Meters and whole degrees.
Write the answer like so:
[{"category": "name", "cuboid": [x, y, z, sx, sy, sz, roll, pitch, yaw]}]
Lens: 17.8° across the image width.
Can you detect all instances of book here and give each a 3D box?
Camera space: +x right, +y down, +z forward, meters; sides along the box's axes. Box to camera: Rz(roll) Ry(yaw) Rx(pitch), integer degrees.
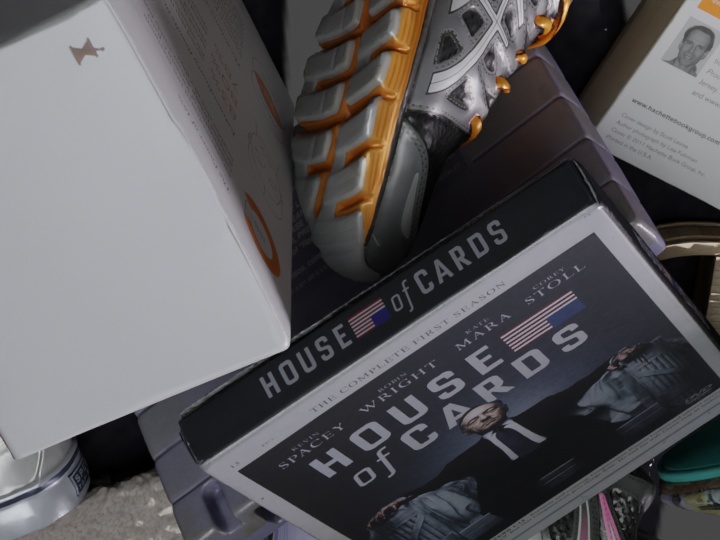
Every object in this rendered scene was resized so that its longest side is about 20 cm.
[{"category": "book", "cuboid": [0.187, -0.104, 0.831, 0.134, 0.048, 0.200, 26, 112, -17]}]

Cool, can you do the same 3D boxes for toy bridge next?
[{"category": "toy bridge", "cuboid": [0.140, 0.016, 0.894, 0.200, 0.027, 0.067, 3, 115, -4]}]

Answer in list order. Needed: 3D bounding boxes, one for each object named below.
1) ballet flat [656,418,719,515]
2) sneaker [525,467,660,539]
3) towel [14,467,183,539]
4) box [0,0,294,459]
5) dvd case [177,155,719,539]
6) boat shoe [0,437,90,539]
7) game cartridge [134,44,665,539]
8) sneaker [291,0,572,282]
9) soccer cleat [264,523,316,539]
[{"category": "ballet flat", "cuboid": [0.211, 0.059, 0.861, 0.200, 0.072, 0.072, -28, 113, 8]}, {"category": "sneaker", "cuboid": [0.110, 0.156, 0.935, 0.086, 0.080, 0.200, -25, 121, -5]}, {"category": "towel", "cuboid": [-0.133, 0.162, 0.913, 0.200, 0.034, 0.133, -19, 83, 11]}, {"category": "box", "cuboid": [-0.090, -0.051, 0.761, 0.097, 0.200, 0.124, -23, 113, 9]}, {"category": "dvd case", "cuboid": [0.044, 0.045, 0.784, 0.150, 0.025, 0.200, -34, 151, 9]}, {"category": "boat shoe", "cuboid": [-0.212, 0.080, 0.889, 0.202, 0.075, 0.086, -17, 115, 3]}, {"category": "game cartridge", "cuboid": [0.000, 0.000, 0.832, 0.200, 0.130, 0.038, -37, 139, 15]}, {"category": "sneaker", "cuboid": [0.033, -0.090, 0.783, 0.077, 0.078, 0.200, 19, 81, -22]}, {"category": "soccer cleat", "cuboid": [-0.002, 0.080, 0.908, 0.068, 0.073, 0.200, 3, 135, -25]}]
